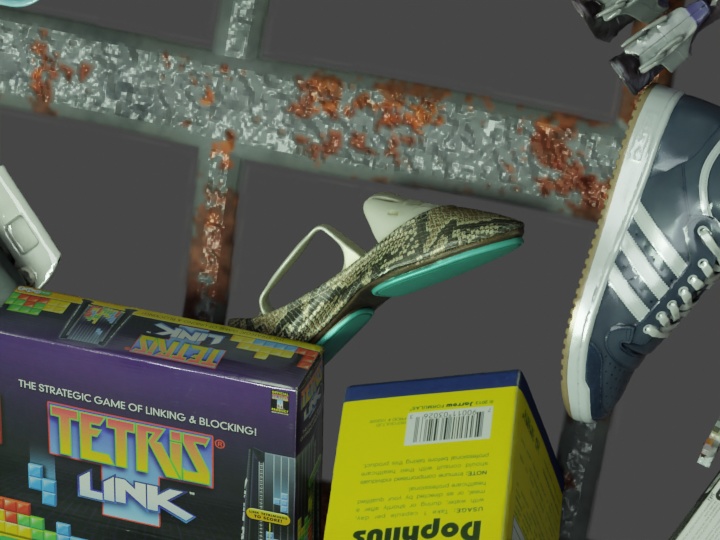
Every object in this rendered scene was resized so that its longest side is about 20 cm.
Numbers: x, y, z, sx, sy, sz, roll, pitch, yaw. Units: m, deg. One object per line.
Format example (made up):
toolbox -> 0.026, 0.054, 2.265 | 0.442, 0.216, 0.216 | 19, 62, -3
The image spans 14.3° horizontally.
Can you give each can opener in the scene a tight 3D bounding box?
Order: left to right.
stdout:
can opener -> -0.257, -0.066, 1.767 | 0.053, 0.067, 0.200 | -35, 85, 16

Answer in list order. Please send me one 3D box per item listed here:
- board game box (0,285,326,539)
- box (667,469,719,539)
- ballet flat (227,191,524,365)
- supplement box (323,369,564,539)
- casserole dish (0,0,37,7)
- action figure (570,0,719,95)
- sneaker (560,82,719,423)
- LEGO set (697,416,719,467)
board game box -> -0.123, 0.108, 1.721 | 0.200, 0.057, 0.166 | 10, 123, 15
box -> 0.198, 0.214, 1.632 | 0.110, 0.035, 0.200 | 38, 80, 4
ballet flat -> 0.000, 0.000, 1.702 | 0.200, 0.068, 0.075 | -33, 77, 20
supplement box -> 0.045, 0.169, 1.623 | 0.109, 0.200, 0.109 | -6, 137, 16
casserole dish -> -0.206, -0.255, 1.749 | 0.121, 0.039, 0.200 | 27, 101, 13
action figure -> 0.219, -0.178, 1.611 | 0.200, 0.069, 0.130 | -35, 67, 9
sneaker -> 0.187, 0.002, 1.642 | 0.108, 0.070, 0.200 | 17, 97, 16
LEGO set -> 0.278, 0.078, 1.574 | 0.200, 0.116, 0.154 | 33, 140, 3
